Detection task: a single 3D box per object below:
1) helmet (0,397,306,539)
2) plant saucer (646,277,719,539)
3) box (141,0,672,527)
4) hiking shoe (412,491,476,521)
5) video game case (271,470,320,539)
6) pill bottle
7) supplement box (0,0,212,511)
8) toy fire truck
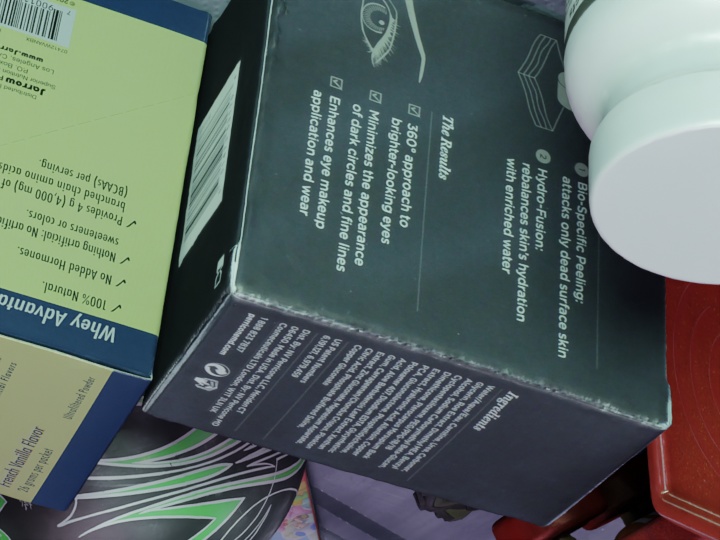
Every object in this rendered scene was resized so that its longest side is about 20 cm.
[{"bbox_3d":[-0.124,0.087,1.071,0.190,0.201,0.200,-2,144,14],"label":"helmet"},{"bbox_3d":[0.179,0.048,0.915,0.037,0.201,0.200,-11,-168,-22],"label":"plant saucer"},{"bbox_3d":[0.024,-0.018,0.899,0.199,0.198,0.117,17,144,-16],"label":"box"},{"bbox_3d":[0.074,0.090,1.139,0.100,0.076,0.200,-18,168,5],"label":"hiking shoe"},{"bbox_3d":[-0.100,0.160,1.297,0.142,0.018,0.200,-11,144,-2],"label":"video game case"},{"bbox_3d":[0.133,-0.102,0.760,0.115,0.201,0.116,4,146,2],"label":"pill bottle"},{"bbox_3d":[-0.189,-0.032,0.907,0.199,0.201,0.134,17,144,-16],"label":"supplement box"},{"bbox_3d":[0.185,0.147,1.144,0.168,0.113,0.200,-36,165,36],"label":"toy fire truck"}]
